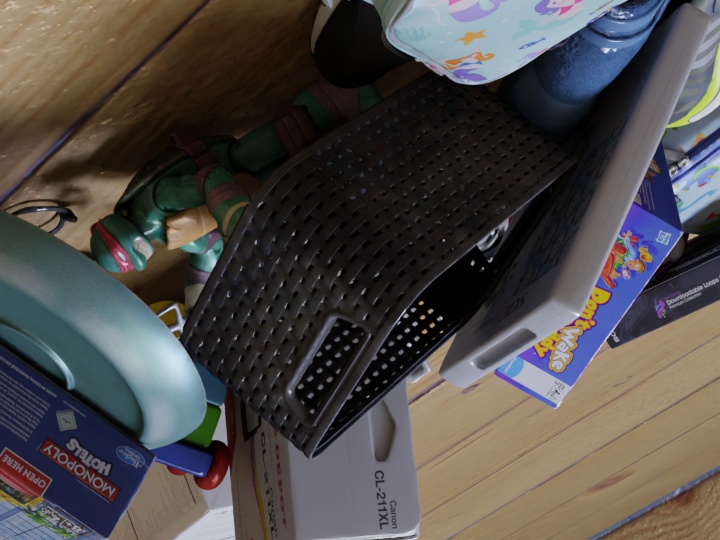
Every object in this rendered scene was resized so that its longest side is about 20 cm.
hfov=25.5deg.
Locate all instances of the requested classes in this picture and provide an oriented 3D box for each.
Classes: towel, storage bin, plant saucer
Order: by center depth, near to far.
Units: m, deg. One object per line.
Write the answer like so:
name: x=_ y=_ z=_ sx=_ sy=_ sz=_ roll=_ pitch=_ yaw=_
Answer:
storage bin: x=0.013 y=-0.010 z=0.833 sx=0.200 sy=0.094 sz=0.135 roll=-38 pitch=164 yaw=-50
plant saucer: x=-0.175 y=0.037 z=0.843 sx=0.027 sy=0.200 sz=0.200 roll=-59 pitch=179 yaw=-30
towel: x=0.122 y=-0.121 z=0.897 sx=0.112 sy=0.049 sz=0.200 roll=-60 pitch=-177 yaw=-31

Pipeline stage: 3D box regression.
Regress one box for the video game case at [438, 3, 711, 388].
video game case: x=0.121 y=-0.038 z=0.921 sx=0.200 sy=0.024 sz=0.182 roll=-63 pitch=-174 yaw=-22

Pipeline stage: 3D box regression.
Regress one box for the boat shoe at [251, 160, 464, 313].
boat shoe: x=-0.001 y=-0.004 z=1.087 sx=0.086 sy=0.075 sz=0.202 roll=18 pitch=130 yaw=-39

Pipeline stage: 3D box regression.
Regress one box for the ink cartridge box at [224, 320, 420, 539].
ink cartridge box: x=-0.032 y=0.120 z=1.065 sx=0.083 sy=0.146 sz=0.200 roll=-2 pitch=165 yaw=-15

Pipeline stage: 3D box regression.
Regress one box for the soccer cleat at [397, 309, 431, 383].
soccer cleat: x=-0.022 y=0.056 z=1.210 sx=0.200 sy=0.085 sz=0.069 roll=-2 pitch=151 yaw=-48

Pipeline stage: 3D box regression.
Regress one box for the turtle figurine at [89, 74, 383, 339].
turtle figurine: x=-0.077 y=-0.034 z=0.887 sx=0.200 sy=0.101 sz=0.150 roll=-36 pitch=179 yaw=-15

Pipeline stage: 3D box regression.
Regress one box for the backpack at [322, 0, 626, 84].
backpack: x=0.045 y=-0.171 z=0.613 sx=0.177 sy=0.151 sz=0.200 roll=-31 pitch=155 yaw=21

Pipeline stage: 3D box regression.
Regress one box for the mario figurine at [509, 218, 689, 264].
mario figurine: x=0.177 y=-0.001 z=1.259 sx=0.200 sy=0.106 sz=0.124 roll=-13 pitch=138 yaw=-44

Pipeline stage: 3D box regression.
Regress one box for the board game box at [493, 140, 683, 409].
board game box: x=0.139 y=-0.019 z=1.003 sx=0.135 sy=0.045 sz=0.200 roll=-57 pitch=-173 yaw=23

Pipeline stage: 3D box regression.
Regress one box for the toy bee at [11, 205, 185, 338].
toy bee: x=-0.179 y=0.052 z=0.976 sx=0.131 sy=0.109 sz=0.200 roll=-28 pitch=161 yaw=13

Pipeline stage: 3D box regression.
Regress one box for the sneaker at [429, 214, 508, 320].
sneaker: x=0.082 y=-0.016 z=1.147 sx=0.074 sy=0.089 sz=0.200 roll=-19 pitch=159 yaw=-12

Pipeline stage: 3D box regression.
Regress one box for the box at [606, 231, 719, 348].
box: x=0.285 y=-0.009 z=1.257 sx=0.143 sy=0.036 sz=0.200 roll=-30 pitch=179 yaw=38

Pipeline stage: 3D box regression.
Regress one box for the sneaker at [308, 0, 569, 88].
sneaker: x=0.057 y=-0.136 z=0.792 sx=0.200 sy=0.088 sz=0.076 roll=-37 pitch=158 yaw=32

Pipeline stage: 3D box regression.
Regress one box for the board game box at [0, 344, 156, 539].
board game box: x=-0.244 y=0.100 z=0.886 sx=0.200 sy=0.200 sz=0.062 roll=-40 pitch=-163 yaw=50

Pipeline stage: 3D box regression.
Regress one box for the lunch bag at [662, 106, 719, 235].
lunch bag: x=0.270 y=-0.095 z=1.176 sx=0.161 sy=0.083 sz=0.200 roll=-38 pitch=158 yaw=28

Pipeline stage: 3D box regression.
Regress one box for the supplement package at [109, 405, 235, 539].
supplement package: x=-0.151 y=0.184 z=1.349 sx=0.109 sy=0.114 sz=0.200 roll=-6 pitch=155 yaw=-41

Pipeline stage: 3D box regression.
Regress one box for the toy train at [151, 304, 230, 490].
toy train: x=-0.141 y=0.078 z=1.116 sx=0.085 sy=0.116 sz=0.200 roll=23 pitch=173 yaw=-21

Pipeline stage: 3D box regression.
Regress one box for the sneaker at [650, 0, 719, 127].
sneaker: x=0.191 y=-0.153 z=0.960 sx=0.081 sy=0.074 sz=0.200 roll=-9 pitch=151 yaw=-16
